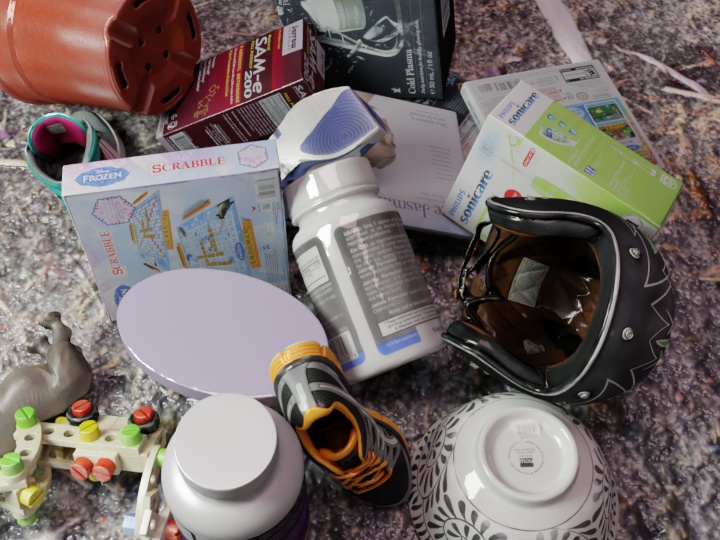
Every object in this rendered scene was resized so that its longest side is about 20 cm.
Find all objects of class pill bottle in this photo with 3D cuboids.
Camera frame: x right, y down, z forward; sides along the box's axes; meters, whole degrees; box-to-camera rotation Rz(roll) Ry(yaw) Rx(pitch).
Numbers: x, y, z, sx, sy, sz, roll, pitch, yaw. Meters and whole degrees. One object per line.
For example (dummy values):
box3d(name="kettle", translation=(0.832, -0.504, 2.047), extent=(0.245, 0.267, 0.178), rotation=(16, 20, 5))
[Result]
box3d(name="pill bottle", translation=(0.000, 0.000, 0.853), extent=(0.113, 0.114, 0.202), rotation=(-19, 83, -14))
box3d(name="pill bottle", translation=(-0.098, 0.181, 0.709), extent=(0.111, 0.201, 0.114), rotation=(1, 54, -1))

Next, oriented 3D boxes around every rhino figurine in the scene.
box3d(name="rhino figurine", translation=(-0.346, 0.133, 0.827), extent=(0.199, 0.060, 0.087), rotation=(-39, 74, -21))

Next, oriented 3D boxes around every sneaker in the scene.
box3d(name="sneaker", translation=(-0.058, -0.110, 0.946), extent=(0.198, 0.115, 0.081), rotation=(-35, 71, 12))
box3d(name="sneaker", translation=(-0.324, -0.140, 0.978), extent=(0.083, 0.121, 0.201), rotation=(-25, 52, 0))
box3d(name="sneaker", translation=(-0.012, 0.151, 0.745), extent=(0.078, 0.201, 0.077), rotation=(-34, 34, 6))

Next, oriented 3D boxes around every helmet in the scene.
box3d(name="helmet", translation=(0.187, 0.029, 0.793), extent=(0.189, 0.201, 0.201), rotation=(20, 56, 16))

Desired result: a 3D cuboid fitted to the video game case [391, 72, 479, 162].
box3d(name="video game case", translation=(0.105, -0.164, 1.073), extent=(0.180, 0.023, 0.201), rotation=(27, 59, 17))

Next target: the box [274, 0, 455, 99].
box3d(name="box", translation=(0.009, -0.325, 1.060), extent=(0.194, 0.201, 0.125), rotation=(5, 52, 14))

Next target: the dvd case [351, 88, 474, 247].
box3d(name="dvd case", translation=(0.055, -0.120, 0.991), extent=(0.141, 0.018, 0.202), rotation=(9, 54, -18))

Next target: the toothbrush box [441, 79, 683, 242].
box3d(name="toothbrush box", translation=(0.205, -0.075, 0.907), extent=(0.199, 0.146, 0.086), rotation=(36, 50, 10))

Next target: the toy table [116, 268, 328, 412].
box3d(name="toy table", translation=(-0.126, 0.086, 0.830), extent=(0.198, 0.118, 0.185), rotation=(24, 57, 15))

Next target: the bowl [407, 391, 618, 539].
box3d(name="bowl", translation=(0.144, 0.182, 0.779), extent=(0.198, 0.095, 0.203), rotation=(1, 54, -1))

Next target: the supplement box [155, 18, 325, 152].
box3d(name="supplement box", translation=(-0.140, -0.209, 1.029), extent=(0.198, 0.061, 0.110), rotation=(-17, 51, 19))

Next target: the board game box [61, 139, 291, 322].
box3d(name="board game box", translation=(-0.172, -0.034, 0.865), extent=(0.197, 0.201, 0.042), rotation=(-8, 52, -8))

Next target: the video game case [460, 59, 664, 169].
box3d(name="video game case", translation=(0.244, -0.172, 1.059), extent=(0.197, 0.024, 0.184), rotation=(-13, 62, -17))

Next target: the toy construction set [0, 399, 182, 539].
box3d(name="toy construction set", translation=(-0.244, 0.182, 0.774), extent=(0.198, 0.093, 0.132), rotation=(17, 31, 2))

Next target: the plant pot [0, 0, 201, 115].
box3d(name="plant pot", translation=(-0.304, -0.273, 1.011), extent=(0.193, 0.202, 0.201), rotation=(20, 55, 28))
